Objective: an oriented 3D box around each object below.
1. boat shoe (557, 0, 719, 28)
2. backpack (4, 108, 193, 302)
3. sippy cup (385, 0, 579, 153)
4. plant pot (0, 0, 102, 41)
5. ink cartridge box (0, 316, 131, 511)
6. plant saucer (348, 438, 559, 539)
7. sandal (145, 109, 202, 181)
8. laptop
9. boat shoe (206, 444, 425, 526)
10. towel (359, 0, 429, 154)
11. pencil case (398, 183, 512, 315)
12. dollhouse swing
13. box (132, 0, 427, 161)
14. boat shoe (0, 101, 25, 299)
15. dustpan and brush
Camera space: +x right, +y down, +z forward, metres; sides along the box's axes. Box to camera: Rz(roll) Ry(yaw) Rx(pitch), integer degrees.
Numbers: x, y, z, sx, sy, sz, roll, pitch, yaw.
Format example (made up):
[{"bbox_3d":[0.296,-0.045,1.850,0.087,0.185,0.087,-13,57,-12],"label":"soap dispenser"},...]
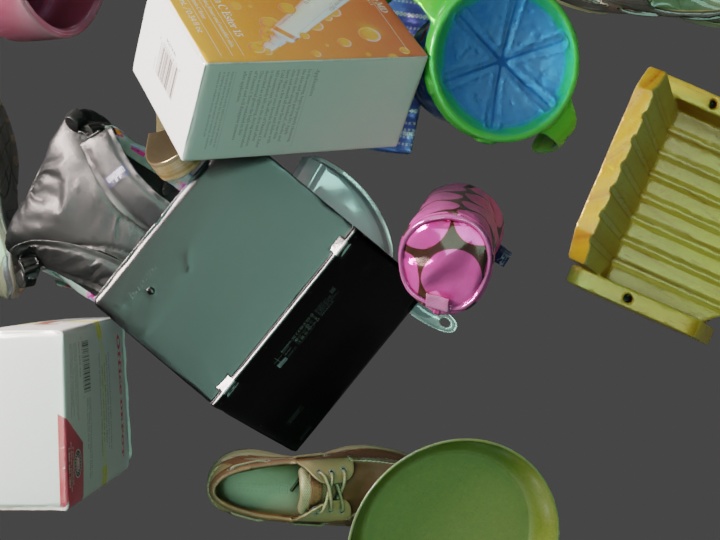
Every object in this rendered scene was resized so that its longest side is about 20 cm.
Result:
[{"bbox_3d":[0.253,-0.261,1.272,0.200,0.066,0.072,12,92,2],"label":"boat shoe"},{"bbox_3d":[-0.191,-0.036,1.259,0.200,0.127,0.167,29,108,3],"label":"backpack"},{"bbox_3d":[0.102,-0.179,1.237,0.139,0.130,0.179,-15,100,-15],"label":"sippy cup"},{"bbox_3d":[-0.340,-0.298,1.240,0.178,0.200,0.201,0,91,17],"label":"plant pot"},{"bbox_3d":[-0.264,0.118,1.229,0.083,0.200,0.146,-2,91,5],"label":"ink cartridge box"},{"bbox_3d":[0.080,0.242,1.276,0.199,0.031,0.201,-3,102,-15],"label":"plant saucer"},{"bbox_3d":[-0.136,-0.133,1.256,0.077,0.212,0.070,-19,126,21],"label":"sandal"},{"bbox_3d":[-0.080,0.022,1.215,0.187,0.200,0.116,-50,50,1],"label":"laptop"},{"bbox_3d":[-0.041,0.199,1.283,0.199,0.074,0.076,-3,91,2],"label":"boat shoe"},{"bbox_3d":[-0.006,-0.214,1.303,0.144,0.024,0.201,9,91,3],"label":"towel"},{"bbox_3d":[0.080,-0.017,1.214,0.090,0.200,0.094,22,102,6],"label":"pencil case"},{"bbox_3d":[0.281,-0.055,1.220,0.181,0.176,0.201,24,90,2],"label":"dollhouse swing"},{"bbox_3d":[-0.067,-0.170,1.173,0.199,0.098,0.125,-7,46,-30],"label":"box"},{"bbox_3d":[-0.350,-0.071,1.293,0.071,0.076,0.201,-6,89,4],"label":"boat shoe"},{"bbox_3d":[0.000,0.000,1.286,0.200,0.057,0.140,31,91,1],"label":"dustpan and brush"}]
